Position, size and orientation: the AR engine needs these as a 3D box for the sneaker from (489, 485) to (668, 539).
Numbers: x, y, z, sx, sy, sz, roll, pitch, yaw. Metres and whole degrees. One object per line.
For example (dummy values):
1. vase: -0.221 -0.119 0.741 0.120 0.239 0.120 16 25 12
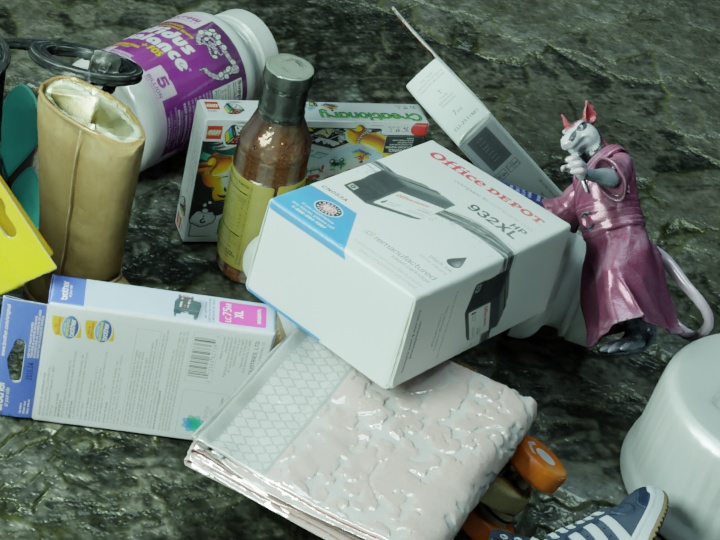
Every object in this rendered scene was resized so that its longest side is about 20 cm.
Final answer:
1. sneaker: 0.147 0.205 1.446 0.108 0.070 0.200 25 40 11

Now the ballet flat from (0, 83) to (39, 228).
1. ballet flat: -0.263 -0.078 1.694 0.064 0.076 0.201 29 29 -37

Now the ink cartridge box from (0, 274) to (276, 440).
1. ink cartridge box: -0.168 0.066 1.477 0.199 0.120 0.042 7 39 -10

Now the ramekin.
1. ramekin: 0.312 0.139 1.569 0.199 0.098 0.201 10 36 -7

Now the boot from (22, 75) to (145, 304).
1. boot: -0.187 -0.022 1.518 0.175 0.201 0.066 29 39 19

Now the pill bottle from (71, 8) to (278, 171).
1. pill bottle: -0.165 -0.167 1.794 0.112 0.113 0.200 32 40 22

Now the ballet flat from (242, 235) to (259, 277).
1. ballet flat: 0.000 0.000 1.601 0.199 0.070 0.070 9 35 7

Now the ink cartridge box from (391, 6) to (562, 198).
1. ink cartridge box: 0.101 -0.128 1.793 0.200 0.044 0.174 41 7 -50

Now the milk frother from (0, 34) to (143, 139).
1. milk frother: -0.287 -0.097 1.583 0.199 0.189 0.181 17 36 10

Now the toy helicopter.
1. toy helicopter: 0.077 0.116 1.524 0.132 0.079 0.200 36 16 -12

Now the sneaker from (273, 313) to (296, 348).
1. sneaker: -0.004 0.098 1.523 0.108 0.070 0.200 0 36 -16

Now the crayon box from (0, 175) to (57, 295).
1. crayon box: -0.314 -0.029 1.460 0.199 0.127 0.051 -21 20 31

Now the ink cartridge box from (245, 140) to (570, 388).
1. ink cartridge box: 0.038 -0.010 1.488 0.145 0.084 0.200 33 34 27

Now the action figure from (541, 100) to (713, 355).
1. action figure: 0.203 -0.037 1.569 0.148 0.134 0.201 -7 83 -21

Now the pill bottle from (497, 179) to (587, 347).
1. pill bottle: 0.117 -0.012 1.678 0.199 0.120 0.120 20 36 2

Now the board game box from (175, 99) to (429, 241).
1. board game box: -0.051 -0.084 1.712 0.199 0.127 0.035 -1 38 -19

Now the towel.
1. towel: 0.005 0.112 1.408 0.190 0.032 0.200 25 41 15

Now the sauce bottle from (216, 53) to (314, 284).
1. sauce bottle: -0.073 -0.082 1.639 0.066 0.201 0.066 11 35 -8
